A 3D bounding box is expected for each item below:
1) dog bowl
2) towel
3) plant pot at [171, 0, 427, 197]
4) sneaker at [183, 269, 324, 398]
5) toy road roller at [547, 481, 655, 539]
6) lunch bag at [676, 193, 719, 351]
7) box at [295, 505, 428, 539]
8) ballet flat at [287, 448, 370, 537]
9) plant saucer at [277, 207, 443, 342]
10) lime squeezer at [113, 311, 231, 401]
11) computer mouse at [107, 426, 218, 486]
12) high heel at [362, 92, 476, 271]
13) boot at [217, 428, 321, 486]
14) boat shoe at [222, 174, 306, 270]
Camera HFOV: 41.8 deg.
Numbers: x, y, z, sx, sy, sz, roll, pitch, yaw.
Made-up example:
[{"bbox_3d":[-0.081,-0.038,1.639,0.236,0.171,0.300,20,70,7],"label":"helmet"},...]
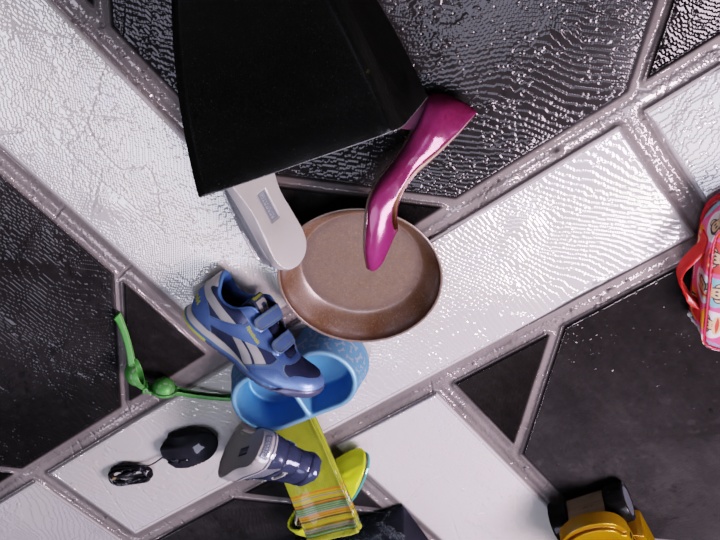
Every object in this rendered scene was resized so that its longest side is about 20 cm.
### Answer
[{"bbox_3d":[-0.084,0.145,1.230,0.198,0.050,0.112,-23,115,20],"label":"dog bowl"},{"bbox_3d":[-0.072,0.284,1.314,0.085,0.018,0.202,-20,98,17],"label":"towel"},{"bbox_3d":[-0.068,-0.200,0.881,0.197,0.200,0.179,-17,105,16],"label":"plant pot"},{"bbox_3d":[-0.121,0.079,1.147,0.199,0.074,0.083,35,108,4],"label":"sneaker"},{"bbox_3d":[0.358,0.419,1.366,0.122,0.147,0.201,-22,124,20],"label":"toy road roller"},{"bbox_3d":[0.452,0.005,1.081,0.174,0.082,0.202,-3,128,6],"label":"lunch bag"},{"bbox_3d":[0.002,0.486,1.403,0.195,0.201,0.118,-20,125,17],"label":"box"},{"bbox_3d":[-0.053,0.326,1.366,0.066,0.067,0.201,14,130,-20],"label":"ballet flat"},{"bbox_3d":[0.000,0.000,1.131,0.197,0.037,0.202,2,128,2],"label":"plant saucer"},{"bbox_3d":[-0.268,0.136,1.260,0.200,0.038,0.071,41,88,-24],"label":"lime squeezer"},{"bbox_3d":[-0.289,0.278,1.365,0.199,0.034,0.059,-28,123,23],"label":"computer mouse"},{"bbox_3d":[0.059,-0.089,1.010,0.095,0.067,0.203,12,109,5],"label":"high heel"},{"bbox_3d":[-0.127,0.263,1.276,0.090,0.073,0.200,26,160,-17],"label":"boot"},{"bbox_3d":[-0.126,-0.092,1.048,0.068,0.072,0.201,0,126,49],"label":"boat shoe"}]
